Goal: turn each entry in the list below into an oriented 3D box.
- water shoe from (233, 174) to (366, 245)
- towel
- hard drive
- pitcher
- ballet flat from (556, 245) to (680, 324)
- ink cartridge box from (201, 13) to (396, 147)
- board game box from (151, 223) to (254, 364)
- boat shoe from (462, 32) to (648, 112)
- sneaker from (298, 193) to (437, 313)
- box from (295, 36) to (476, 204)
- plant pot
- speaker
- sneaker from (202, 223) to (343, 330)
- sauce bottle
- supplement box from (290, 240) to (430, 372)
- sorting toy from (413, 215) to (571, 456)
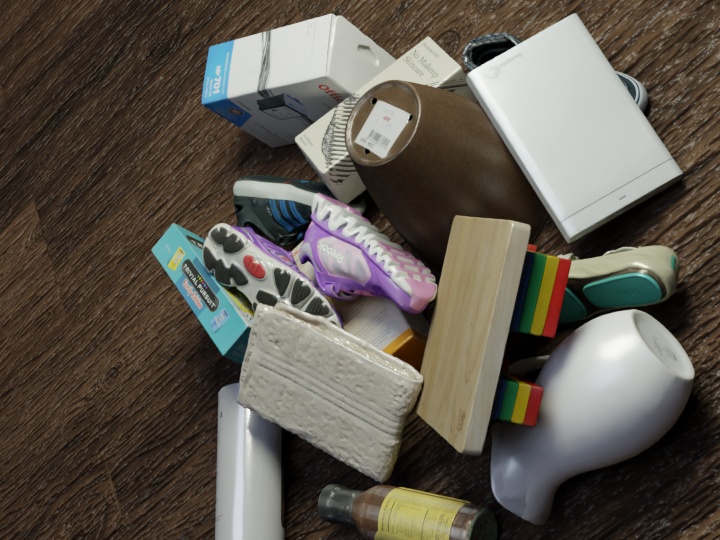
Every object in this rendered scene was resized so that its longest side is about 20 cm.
[{"bbox_3d":[-0.073,-0.069,1.364,0.199,0.071,0.080,13,108,38],"label":"water shoe"},{"bbox_3d":[-0.037,0.123,1.157,0.199,0.034,0.134,27,118,20],"label":"towel"},{"bbox_3d":[0.213,-0.145,1.113,0.131,0.027,0.201,-29,75,-3],"label":"hard drive"},{"bbox_3d":[0.203,0.114,1.039,0.200,0.121,0.172,-47,34,27],"label":"pitcher"},{"bbox_3d":[0.224,0.011,1.092,0.199,0.069,0.070,-9,66,43],"label":"ballet flat"},{"bbox_3d":[-0.073,-0.229,1.364,0.198,0.146,0.087,-4,70,37],"label":"ink cartridge box"},{"bbox_3d":[-0.142,0.042,1.301,0.047,0.151,0.200,-48,50,9],"label":"board game box"},{"bbox_3d":[0.201,-0.199,1.177,0.199,0.091,0.071,17,82,41],"label":"boat shoe"},{"bbox_3d":[0.000,0.000,1.168,0.200,0.080,0.089,40,102,43],"label":"sneaker"},{"bbox_3d":[0.030,-0.172,1.278,0.199,0.068,0.082,-39,50,-2],"label":"box"},{"bbox_3d":[0.077,-0.112,1.164,0.186,0.199,0.189,-15,63,32],"label":"plant pot"},{"bbox_3d":[-0.125,0.233,1.255,0.081,0.081,0.202,-17,61,31],"label":"speaker"},{"bbox_3d":[-0.084,0.010,1.220,0.200,0.083,0.081,43,121,22],"label":"sneaker"},{"bbox_3d":[0.043,0.253,1.128,0.199,0.065,0.065,4,74,41],"label":"sauce bottle"},{"bbox_3d":[-0.009,0.046,1.246,0.126,0.073,0.201,-40,54,17],"label":"supplement box"},{"bbox_3d":[0.122,0.057,1.033,0.199,0.069,0.202,-157,78,-80],"label":"sorting toy"}]
